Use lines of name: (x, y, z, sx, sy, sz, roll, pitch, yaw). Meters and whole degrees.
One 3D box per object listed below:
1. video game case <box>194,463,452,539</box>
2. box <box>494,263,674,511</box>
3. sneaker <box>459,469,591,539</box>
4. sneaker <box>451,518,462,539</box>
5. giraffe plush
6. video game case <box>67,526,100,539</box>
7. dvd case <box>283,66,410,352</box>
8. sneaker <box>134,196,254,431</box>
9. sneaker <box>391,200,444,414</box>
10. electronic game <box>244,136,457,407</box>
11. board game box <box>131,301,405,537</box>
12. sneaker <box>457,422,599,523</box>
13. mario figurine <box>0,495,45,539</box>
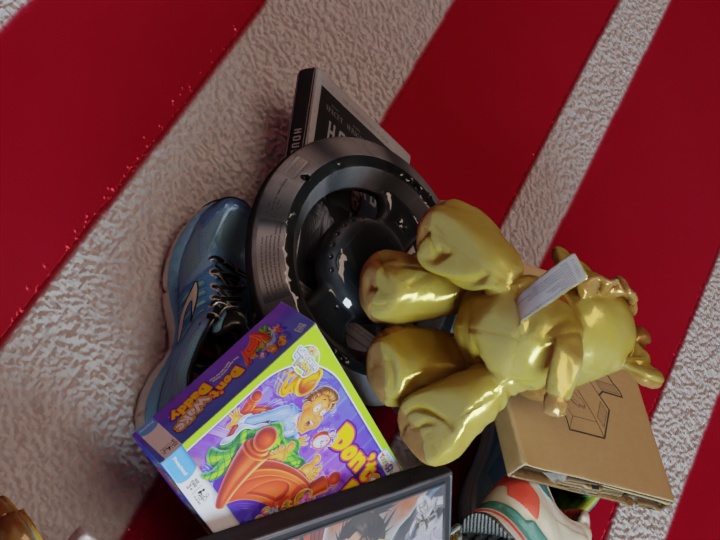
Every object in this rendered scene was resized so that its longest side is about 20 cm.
video game case: (-0.021, 0.243, 0.954, 0.198, 0.025, 0.183, -13, 112, -33)
box: (0.158, 0.083, 1.079, 0.162, 0.021, 0.202, 17, 46, -33)
sneaker: (0.158, 0.230, 1.029, 0.093, 0.070, 0.201, -46, 108, -36)
sneaker: (0.066, 0.213, 1.062, 0.200, 0.090, 0.075, 44, 53, -20)
giraffe plush: (0.119, 0.038, 0.962, 0.161, 0.199, 0.175, 4, 73, -48)
video game case: (-0.167, 0.290, 0.843, 0.182, 0.022, 0.201, 43, 77, -20)
dvd case: (-0.015, -0.036, 1.090, 0.150, 0.024, 0.202, 38, 53, -49)
sneaker: (-0.096, 0.039, 0.986, 0.078, 0.090, 0.202, 21, 63, -30)
sneaker: (0.056, 0.033, 1.117, 0.081, 0.076, 0.201, 51, 40, -32)
electronic game: (0.000, 0.000, 1.020, 0.198, 0.041, 0.203, 11, 73, -37)
board game box: (-0.049, 0.141, 0.944, 0.134, 0.045, 0.201, -42, 127, -16)
sneaker: (0.161, 0.133, 1.139, 0.079, 0.130, 0.202, 32, 57, -25)
mario figurine: (-0.271, 0.198, 0.771, 0.200, 0.124, 0.106, -40, 72, -22)
